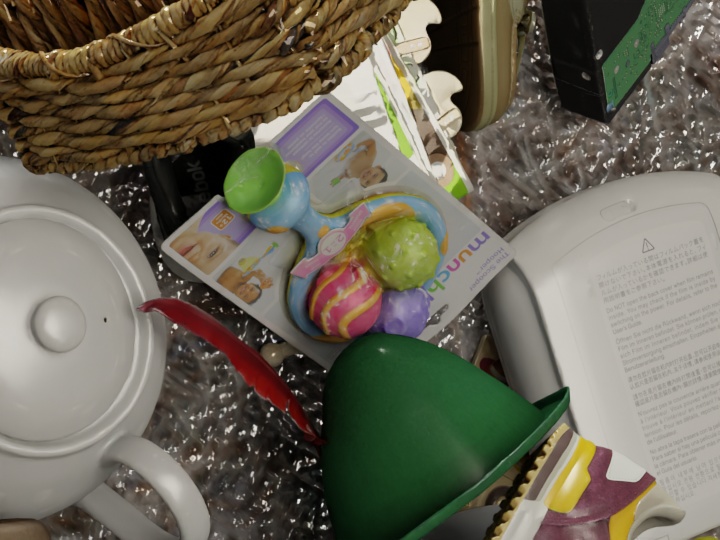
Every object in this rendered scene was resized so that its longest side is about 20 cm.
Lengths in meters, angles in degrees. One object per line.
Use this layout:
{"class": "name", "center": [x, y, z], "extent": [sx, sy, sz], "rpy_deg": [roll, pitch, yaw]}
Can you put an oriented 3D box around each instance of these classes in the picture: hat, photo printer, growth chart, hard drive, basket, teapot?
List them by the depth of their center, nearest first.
{"class": "basket", "center": [-0.100, -0.142, 1.384], "extent": [0.143, 0.200, 0.149], "rpy_deg": [-50, 120, -46]}
{"class": "teapot", "center": [-0.168, 0.036, 1.457], "extent": [0.199, 0.146, 0.198], "rpy_deg": [9, 81, -29]}
{"class": "hat", "center": [-0.006, 0.047, 1.538], "extent": [0.166, 0.200, 0.176], "rpy_deg": [-39, 91, -12]}
{"class": "growth chart", "center": [-0.008, -0.062, 1.611], "extent": [0.144, 0.018, 0.201], "rpy_deg": [-15, 92, -15]}
{"class": "hard drive", "center": [0.145, -0.196, 1.648], "extent": [0.140, 0.038, 0.200], "rpy_deg": [-52, 148, -27]}
{"class": "photo printer", "center": [0.159, 0.049, 1.675], "extent": [0.166, 0.069, 0.201], "rpy_deg": [-20, 94, -28]}

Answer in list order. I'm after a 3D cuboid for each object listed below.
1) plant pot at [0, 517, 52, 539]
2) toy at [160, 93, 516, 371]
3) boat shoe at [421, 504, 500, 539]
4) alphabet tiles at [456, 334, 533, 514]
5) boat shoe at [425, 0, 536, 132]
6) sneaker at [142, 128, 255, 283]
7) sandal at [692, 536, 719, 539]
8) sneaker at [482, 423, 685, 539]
{"class": "plant pot", "center": [-0.194, 0.206, 1.392], "extent": [0.200, 0.200, 0.175], "rpy_deg": [-3, 88, -29]}
{"class": "toy", "center": [0.000, 0.000, 1.539], "extent": [0.115, 0.047, 0.200], "rpy_deg": [-43, 137, 8]}
{"class": "boat shoe", "center": [0.029, 0.184, 1.603], "extent": [0.200, 0.069, 0.057], "rpy_deg": [-23, 127, -25]}
{"class": "alphabet tiles", "center": [0.110, 0.132, 1.684], "extent": [0.166, 0.006, 0.201], "rpy_deg": [30, 72, -23]}
{"class": "boat shoe", "center": [0.073, -0.175, 1.653], "extent": [0.062, 0.073, 0.201], "rpy_deg": [2, 84, -26]}
{"class": "sneaker", "center": [-0.088, -0.093, 1.539], "extent": [0.066, 0.090, 0.201], "rpy_deg": [-11, 92, -9]}
{"class": "sandal", "center": [0.215, 0.248, 1.665], "extent": [0.079, 0.087, 0.201], "rpy_deg": [-33, 125, -29]}
{"class": "sneaker", "center": [0.088, 0.177, 1.477], "extent": [0.090, 0.075, 0.200], "rpy_deg": [30, 74, 0]}
